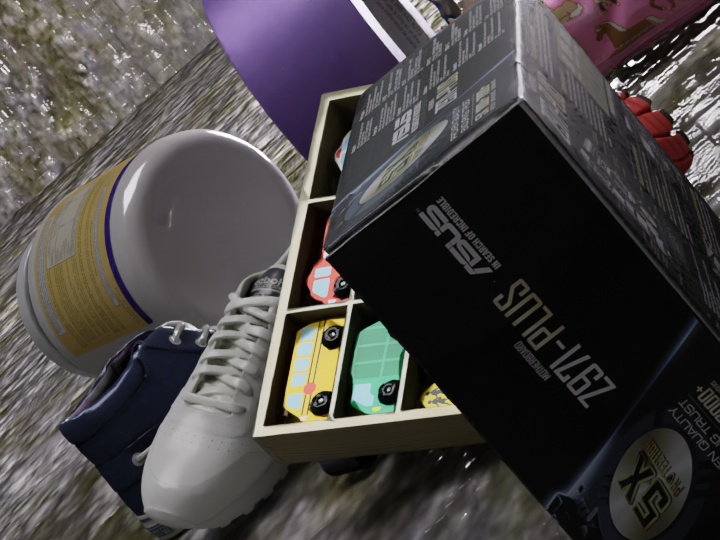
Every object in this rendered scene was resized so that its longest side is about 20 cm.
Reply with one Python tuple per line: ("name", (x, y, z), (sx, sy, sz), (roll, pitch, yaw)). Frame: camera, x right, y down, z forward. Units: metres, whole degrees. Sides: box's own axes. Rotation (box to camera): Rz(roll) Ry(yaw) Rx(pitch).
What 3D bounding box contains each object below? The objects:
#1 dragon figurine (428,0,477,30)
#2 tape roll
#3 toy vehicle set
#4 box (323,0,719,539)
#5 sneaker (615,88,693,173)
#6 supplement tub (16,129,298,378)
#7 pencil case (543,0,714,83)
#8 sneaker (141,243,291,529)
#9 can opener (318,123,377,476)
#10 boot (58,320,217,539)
("dragon figurine", (0.097, -0.147, 1.419), (0.059, 0.099, 0.200), (-38, 32, 8))
("tape roll", (-0.005, -0.130, 1.349), (0.085, 0.200, 0.200), (-38, 13, 13))
("toy vehicle set", (0.025, -0.008, 0.986), (0.124, 0.027, 0.201), (-9, 52, 27))
("box", (0.075, -0.003, 0.775), (0.086, 0.164, 0.200), (-37, 14, 15))
("sneaker", (0.071, -0.026, 1.058), (0.200, 0.078, 0.082), (-26, 21, 51))
("supplement tub", (-0.141, -0.004, 1.458), (0.145, 0.145, 0.200), (-50, 15, -32))
("pencil case", (0.185, -0.188, 1.230), (0.200, 0.087, 0.083), (-35, 17, 27))
("sneaker", (-0.060, 0.053, 1.130), (0.076, 0.081, 0.200), (15, 47, 22))
("can opener", (0.000, 0.000, 1.055), (0.078, 0.063, 0.201), (-17, 59, 27))
("boot", (-0.080, 0.052, 1.215), (0.200, 0.090, 0.073), (-50, 15, -31))
